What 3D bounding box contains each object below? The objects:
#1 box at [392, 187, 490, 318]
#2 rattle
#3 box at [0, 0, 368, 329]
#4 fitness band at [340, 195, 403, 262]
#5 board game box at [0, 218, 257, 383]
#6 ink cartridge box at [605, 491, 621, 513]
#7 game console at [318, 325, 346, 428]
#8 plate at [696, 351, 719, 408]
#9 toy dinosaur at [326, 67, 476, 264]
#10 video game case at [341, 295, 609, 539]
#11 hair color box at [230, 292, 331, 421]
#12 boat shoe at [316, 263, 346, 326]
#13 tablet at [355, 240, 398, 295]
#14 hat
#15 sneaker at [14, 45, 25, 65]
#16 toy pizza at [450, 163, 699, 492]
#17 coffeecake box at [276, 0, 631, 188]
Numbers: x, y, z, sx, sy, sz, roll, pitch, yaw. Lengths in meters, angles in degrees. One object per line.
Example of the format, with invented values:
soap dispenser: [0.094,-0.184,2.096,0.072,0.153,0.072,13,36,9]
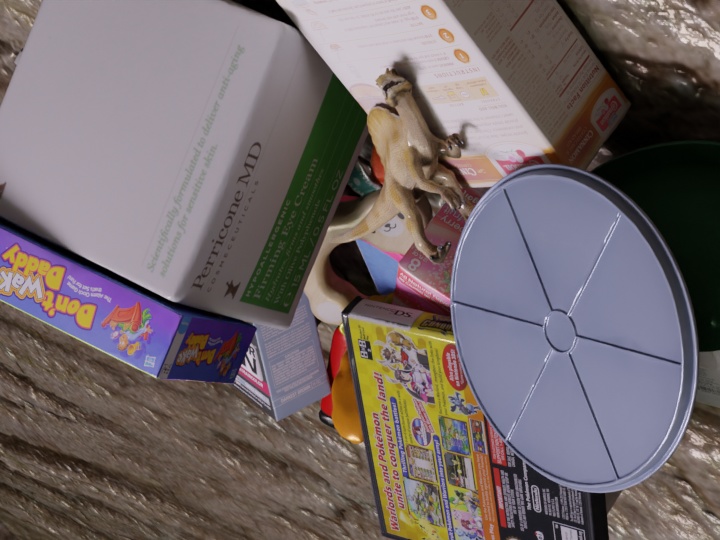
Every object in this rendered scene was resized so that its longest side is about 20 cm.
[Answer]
box: [0.127,0.037,1.210,0.199,0.095,0.103,33,155,13]
rattle: [0.000,0.000,1.286,0.130,0.143,0.201,28,139,15]
box: [-0.125,-0.093,1.223,0.199,0.200,0.171,24,-177,28]
fitness band: [0.000,-0.001,1.446,0.199,0.037,0.144,2,138,53]
board game box: [-0.187,0.016,1.210,0.199,0.045,0.134,24,-178,19]
ink cartridge box: [0.148,0.108,1.324,0.116,0.200,0.068,27,116,2]
game console: [0.077,0.111,1.522,0.199,0.119,0.173,22,132,13]
plate: [0.231,0.038,1.221,0.199,0.032,0.200,14,147,43]
toy dinosaur: [0.035,-0.058,1.139,0.101,0.058,0.200,47,154,19]
video game case: [0.081,0.121,1.203,0.180,0.026,0.201,11,127,31]
hair color box: [-0.090,0.014,1.464,0.099,0.060,0.201,30,139,51]
boat shoe: [-0.110,-0.016,1.567,0.199,0.068,0.072,32,156,16]
tablet: [0.078,0.012,1.417,0.199,0.014,0.130,23,153,33]
hat: [0.198,0.039,1.027,0.199,0.177,0.165,-28,125,37]
sneaker: [-0.200,-0.162,1.436,0.078,0.080,0.200,35,-178,20]
toy pizza: [0.130,0.034,1.059,0.200,0.032,0.202,19,116,46]
coffeecake box: [0.049,-0.146,1.093,0.200,0.073,0.153,50,154,-25]
